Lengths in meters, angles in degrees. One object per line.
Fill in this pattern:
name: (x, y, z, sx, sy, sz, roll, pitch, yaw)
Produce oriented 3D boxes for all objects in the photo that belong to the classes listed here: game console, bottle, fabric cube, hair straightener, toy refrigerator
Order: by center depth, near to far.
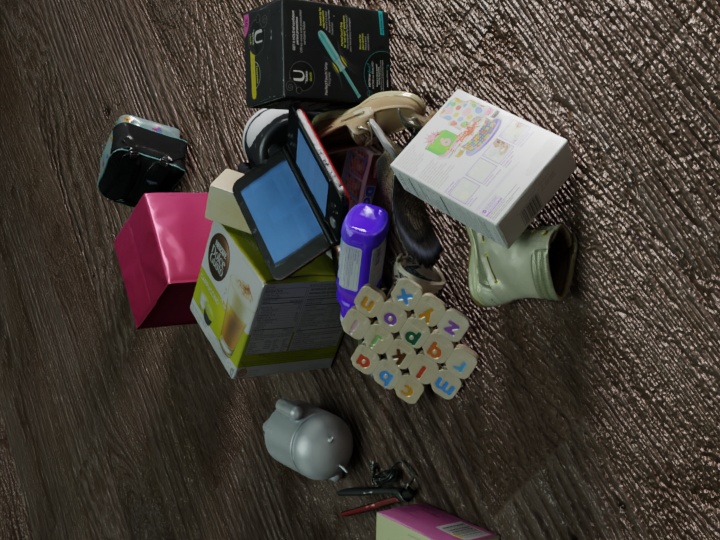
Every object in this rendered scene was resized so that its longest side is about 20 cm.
bottle: (0.000, 0.000, 1.530, 0.065, 0.084, 0.201, 16, 132, 10)
game console: (-0.111, -0.119, 1.560, 0.173, 0.118, 0.201, 100, 147, -59)
hair straightener: (0.024, 0.347, 1.666, 0.200, 0.041, 0.078, -30, 68, 52)
toy refrigerator: (-0.148, -0.094, 1.697, 0.198, 0.076, 0.070, 19, 121, 6)
fabric cube: (-0.353, -0.020, 2.061, 0.200, 0.195, 0.201, -44, 59, 46)

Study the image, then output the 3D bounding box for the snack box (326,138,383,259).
snack box: (-0.012, -0.104, 1.646, 0.072, 0.024, 0.201, 42, 126, 48)

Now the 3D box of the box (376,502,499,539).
box: (0.109, 0.465, 1.502, 0.175, 0.096, 0.202, 8, 98, 55)

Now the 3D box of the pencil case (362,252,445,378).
pencil case: (0.062, 0.070, 1.551, 0.078, 0.089, 0.201, -78, 7, -60)

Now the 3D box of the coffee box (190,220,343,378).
coffee box: (-0.147, 0.038, 1.756, 0.200, 0.199, 0.199, 50, 130, 41)

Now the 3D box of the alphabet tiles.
alphabet tiles: (0.071, 0.103, 1.502, 0.199, 0.015, 0.196, 33, 128, 5)

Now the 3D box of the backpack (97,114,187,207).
backpack: (-0.483, -0.233, 2.258, 0.200, 0.175, 0.154, -53, 34, 44)

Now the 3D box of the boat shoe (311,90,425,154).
boat shoe: (0.008, -0.217, 1.576, 0.199, 0.071, 0.065, -13, 45, 31)

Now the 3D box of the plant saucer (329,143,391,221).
plant saucer: (0.000, -0.124, 1.678, 0.200, 0.034, 0.202, 4, 94, 56)

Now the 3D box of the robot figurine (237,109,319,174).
robot figurine: (-0.133, -0.214, 1.766, 0.200, 0.149, 0.126, -137, 46, -63)

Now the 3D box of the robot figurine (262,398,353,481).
robot figurine: (-0.088, 0.290, 1.763, 0.199, 0.113, 0.170, 11, 140, 55)

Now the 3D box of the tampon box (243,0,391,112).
tampon box: (-0.068, -0.332, 1.618, 0.126, 0.199, 0.151, 0, 91, 55)

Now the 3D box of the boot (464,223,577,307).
boot: (0.208, -0.055, 1.347, 0.154, 0.072, 0.202, -7, 84, 53)

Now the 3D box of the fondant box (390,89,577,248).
fondant box: (0.157, -0.135, 1.336, 0.144, 0.058, 0.200, -48, 51, -9)

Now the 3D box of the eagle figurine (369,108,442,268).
eagle figurine: (0.077, -0.122, 1.488, 0.150, 0.151, 0.201, 29, 112, 29)

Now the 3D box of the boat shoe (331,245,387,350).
boat shoe: (0.008, 0.041, 1.645, 0.072, 0.076, 0.201, -122, 20, -55)
